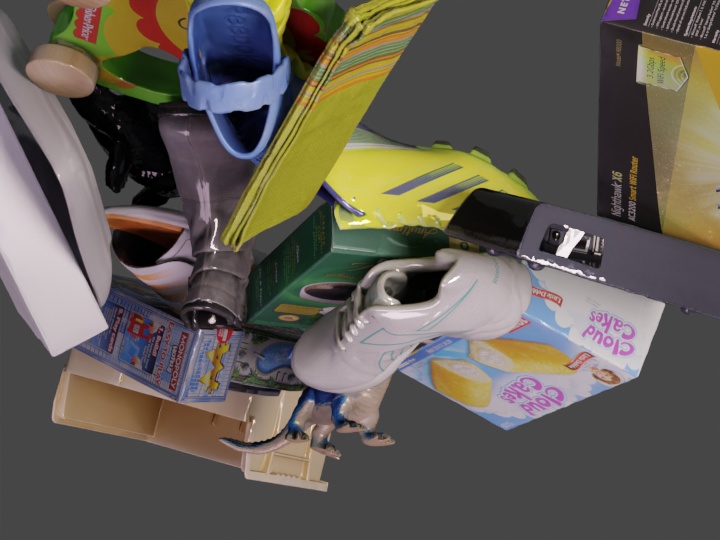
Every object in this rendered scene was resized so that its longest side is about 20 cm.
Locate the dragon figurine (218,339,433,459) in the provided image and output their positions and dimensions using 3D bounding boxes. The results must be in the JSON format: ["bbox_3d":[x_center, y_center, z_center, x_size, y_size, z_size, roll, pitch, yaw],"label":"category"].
[{"bbox_3d":[-0.020,0.085,1.298,0.059,0.100,0.200,24,149,-36],"label":"dragon figurine"}]

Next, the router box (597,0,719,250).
[{"bbox_3d":[0.214,-0.079,0.955,0.157,0.052,0.200,17,155,17],"label":"router box"}]

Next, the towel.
[{"bbox_3d":[-0.017,-0.090,1.023,0.018,0.086,0.200,48,133,15],"label":"towel"}]

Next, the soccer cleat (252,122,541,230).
[{"bbox_3d":[0.023,-0.052,1.139,0.199,0.084,0.065,20,155,8],"label":"soccer cleat"}]

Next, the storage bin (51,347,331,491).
[{"bbox_3d":[-0.144,0.126,1.557,0.199,0.094,0.198,13,175,23],"label":"storage bin"}]

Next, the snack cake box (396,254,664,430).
[{"bbox_3d":[0.120,0.048,1.275,0.115,0.067,0.200,30,154,-13],"label":"snack cake box"}]

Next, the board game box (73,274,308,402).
[{"bbox_3d":[-0.130,0.061,1.372,0.199,0.062,0.200,13,-174,-30],"label":"board game box"}]

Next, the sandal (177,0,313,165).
[{"bbox_3d":[-0.068,-0.103,1.023,0.079,0.088,0.200,-1,157,12],"label":"sandal"}]

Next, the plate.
[{"bbox_3d":[-0.231,-0.097,1.232,0.200,0.032,0.200,57,167,23],"label":"plate"}]

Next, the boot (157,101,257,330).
[{"bbox_3d":[-0.100,-0.032,1.188,0.069,0.132,0.200,4,165,12],"label":"boot"}]

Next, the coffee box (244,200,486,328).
[{"bbox_3d":[0.000,0.000,1.266,0.122,0.044,0.200,6,162,-19],"label":"coffee box"}]

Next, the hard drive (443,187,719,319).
[{"bbox_3d":[0.165,-0.006,1.069,0.199,0.043,0.135,16,-177,-20],"label":"hard drive"}]

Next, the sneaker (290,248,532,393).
[{"bbox_3d":[0.018,0.027,1.181,0.200,0.071,0.080,-26,147,35],"label":"sneaker"}]

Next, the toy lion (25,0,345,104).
[{"bbox_3d":[-0.108,-0.157,1.086,0.191,0.069,0.200,19,156,-7],"label":"toy lion"}]

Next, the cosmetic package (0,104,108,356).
[{"bbox_3d":[-0.265,-0.048,1.279,0.151,0.052,0.201,25,141,65],"label":"cosmetic package"}]

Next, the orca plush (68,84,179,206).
[{"bbox_3d":[-0.179,-0.088,1.259,0.105,0.071,0.200,20,155,9],"label":"orca plush"}]

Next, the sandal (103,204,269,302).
[{"bbox_3d":[-0.125,0.000,1.346,0.079,0.060,0.206,1,163,43],"label":"sandal"}]
